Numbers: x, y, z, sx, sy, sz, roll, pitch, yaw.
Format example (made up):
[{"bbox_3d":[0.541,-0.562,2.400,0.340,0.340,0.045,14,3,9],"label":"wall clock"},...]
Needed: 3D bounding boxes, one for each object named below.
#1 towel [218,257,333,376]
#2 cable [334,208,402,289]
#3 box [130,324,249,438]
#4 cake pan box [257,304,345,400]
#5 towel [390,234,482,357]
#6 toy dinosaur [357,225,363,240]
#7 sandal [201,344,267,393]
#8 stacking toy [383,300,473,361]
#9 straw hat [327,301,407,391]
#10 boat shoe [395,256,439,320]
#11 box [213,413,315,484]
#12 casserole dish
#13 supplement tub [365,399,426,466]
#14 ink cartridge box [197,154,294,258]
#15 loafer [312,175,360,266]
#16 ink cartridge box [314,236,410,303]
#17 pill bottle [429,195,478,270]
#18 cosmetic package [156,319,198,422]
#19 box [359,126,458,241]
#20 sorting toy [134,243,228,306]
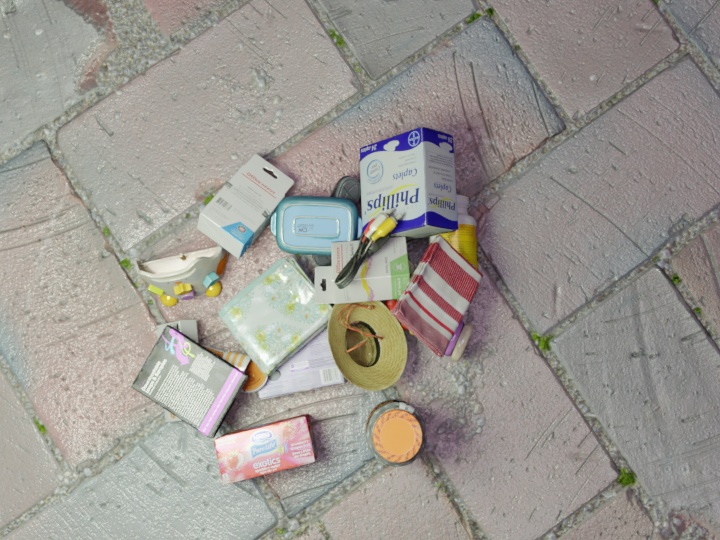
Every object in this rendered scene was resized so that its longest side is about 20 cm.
[{"bbox_3d":[-0.171,0.090,1.678,0.199,0.048,0.172,-40,72,-10],"label":"towel"},{"bbox_3d":[0.000,-0.046,1.602,0.200,0.096,0.051,-45,115,-26],"label":"cable"},{"bbox_3d":[-0.343,0.222,1.635,0.198,0.036,0.145,31,85,3],"label":"box"},{"bbox_3d":[-0.134,0.163,1.722,0.195,0.052,0.188,-12,85,-2],"label":"cake pan box"},{"bbox_3d":[0.158,0.048,1.613,0.144,0.023,0.202,40,65,-20],"label":"towel"},{"bbox_3d":[0.005,-0.032,1.741,0.087,0.047,0.203,23,90,-9],"label":"toy dinosaur"},{"bbox_3d":[-0.289,0.204,1.686,0.202,0.059,0.081,11,90,19],"label":"sandal"},{"bbox_3d":[0.135,0.114,1.721,0.197,0.085,0.087,25,84,9],"label":"stacking toy"},{"bbox_3d":[-0.004,0.156,1.678,0.198,0.085,0.205,12,65,-28],"label":"straw hat"},{"bbox_3d":[0.103,0.051,1.692,0.072,0.075,0.201,-24,46,-7],"label":"boat shoe"},{"bbox_3d":[-0.192,0.366,1.672,0.196,0.100,0.098,-13,84,-1],"label":"box"},{"bbox_3d":[-0.092,-0.093,1.698,0.195,0.039,0.124,2,95,-1],"label":"casserole dish"},{"bbox_3d":[0.070,0.324,1.628,0.120,0.200,0.126,0,83,-1],"label":"supplement tub"},{"bbox_3d":[-0.241,-0.138,1.726,0.115,0.067,0.201,35,58,3],"label":"ink cartridge box"},{"bbox_3d":[-0.055,-0.107,1.755,0.071,0.063,0.204,19,96,-24],"label":"loafer"},{"bbox_3d":[0.000,0.000,1.649,0.195,0.068,0.118,-5,43,1],"label":"ink cartridge box"},{"bbox_3d":[0.197,-0.052,1.721,0.102,0.104,0.205,-1,84,0],"label":"pill bottle"},{"bbox_3d":[-0.376,0.210,1.696,0.081,0.050,0.205,-13,81,39],"label":"cosmetic package"},{"bbox_3d":[0.098,-0.171,1.687,0.104,0.182,0.205,5,79,-45],"label":"box"},{"bbox_3d":[-0.374,0.005,1.672,0.196,0.180,0.109,-12,83,-1],"label":"sorting toy"}]
